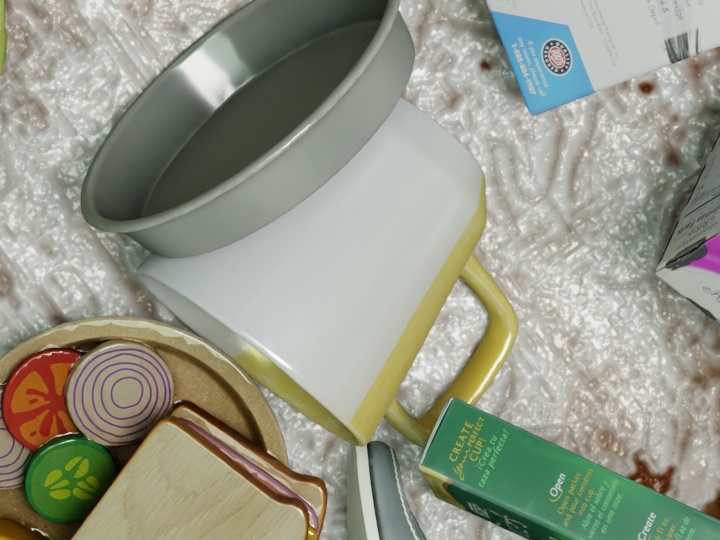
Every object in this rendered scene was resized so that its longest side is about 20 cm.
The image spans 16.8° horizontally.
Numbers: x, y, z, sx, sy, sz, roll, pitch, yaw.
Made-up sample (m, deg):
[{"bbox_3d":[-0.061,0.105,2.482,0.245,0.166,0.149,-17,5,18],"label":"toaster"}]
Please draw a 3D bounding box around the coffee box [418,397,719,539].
[{"bbox_3d":[0.130,0.133,1.265,0.200,0.123,0.044,25,82,9],"label":"coffee box"}]

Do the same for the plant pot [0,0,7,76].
[{"bbox_3d":[-0.276,-0.136,1.220,0.184,0.200,0.201,-3,94,-16],"label":"plant pot"}]

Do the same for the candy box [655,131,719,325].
[{"bbox_3d":[0.251,-0.039,1.268,0.136,0.061,0.200,37,55,-12],"label":"candy box"}]

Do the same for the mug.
[{"bbox_3d":[-0.008,-0.006,1.284,0.149,0.187,0.153,32,80,26],"label":"mug"}]

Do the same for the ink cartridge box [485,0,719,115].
[{"bbox_3d":[0.165,-0.171,1.266,0.200,0.068,0.116,-19,96,23],"label":"ink cartridge box"}]

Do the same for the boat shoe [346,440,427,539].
[{"bbox_3d":[0.035,0.183,1.298,0.062,0.073,0.200,-10,71,-9],"label":"boat shoe"}]

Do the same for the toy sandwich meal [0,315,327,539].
[{"bbox_3d":[-0.124,0.123,1.284,0.205,0.070,0.206,-1,103,-3],"label":"toy sandwich meal"}]

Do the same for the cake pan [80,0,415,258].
[{"bbox_3d":[-0.053,-0.079,1.235,0.200,0.200,0.037,-40,115,-2],"label":"cake pan"}]
